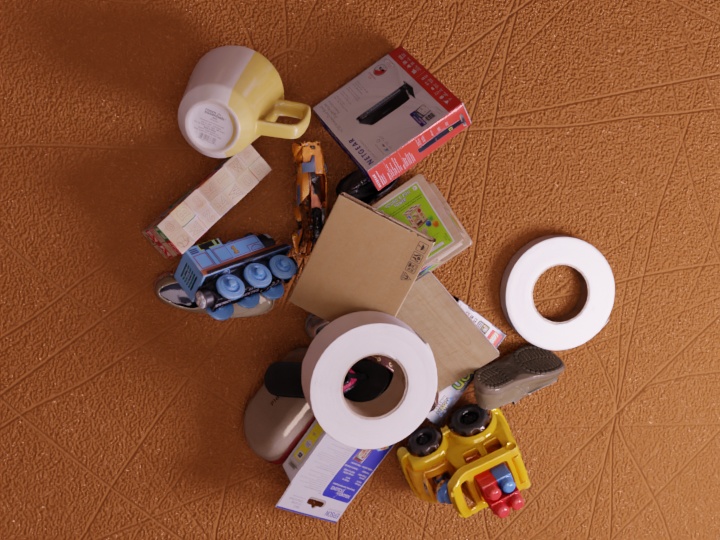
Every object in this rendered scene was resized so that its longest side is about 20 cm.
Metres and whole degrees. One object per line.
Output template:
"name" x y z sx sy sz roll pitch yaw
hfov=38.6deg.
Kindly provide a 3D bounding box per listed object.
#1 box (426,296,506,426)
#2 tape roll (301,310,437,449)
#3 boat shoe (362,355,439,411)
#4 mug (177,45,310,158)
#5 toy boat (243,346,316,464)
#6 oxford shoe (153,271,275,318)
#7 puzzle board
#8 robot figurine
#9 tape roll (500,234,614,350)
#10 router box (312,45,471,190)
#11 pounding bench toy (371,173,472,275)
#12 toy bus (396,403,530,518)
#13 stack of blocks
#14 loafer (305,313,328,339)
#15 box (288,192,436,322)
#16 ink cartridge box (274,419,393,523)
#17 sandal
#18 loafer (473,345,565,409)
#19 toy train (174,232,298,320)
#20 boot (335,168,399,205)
"box" 0.148 0.157 1.775 0.110 0.035 0.200 37 92 -13
"tape roll" 0.014 0.165 1.560 0.202 0.071 0.203 -3 104 -14
"boat shoe" 0.049 0.179 1.698 0.200 0.070 0.070 38 119 -16
"mug" -0.186 -0.248 1.534 0.186 0.153 0.150 -17 114 18
"toy boat" -0.098 0.236 1.719 0.200 0.130 0.131 -50 132 1
"oxford shoe" -0.237 0.047 1.673 0.199 0.074 0.071 4 99 -10
"puzzle board" 0.113 0.108 1.702 0.151 0.017 0.200 -34 112 20
"robot figurine" -0.081 -0.103 1.646 0.058 0.145 0.201 -1 90 -3
"tape roll" 0.343 0.038 1.786 0.202 0.037 0.204 -2 100 -10
"router box" 0.047 -0.242 1.612 0.179 0.200 0.049 -36 138 -2
"pounding bench toy" 0.061 -0.043 1.663 0.200 0.156 0.124 -34 82 9
"toy bus" 0.184 0.345 1.720 0.199 0.192 0.136 -25 124 -3
"stack of blocks" -0.243 -0.109 1.624 0.200 0.115 0.059 -45 104 -19
"loafer" 0.008 0.084 1.725 0.199 0.063 0.072 -13 101 -7
"box" 0.000 0.000 1.574 0.163 0.021 0.200 27 115 0
"ink cartridge box" -0.042 0.317 1.711 0.200 0.047 0.198 -52 144 2
"sandal" -0.054 0.173 1.616 0.199 0.045 0.075 1 65 2
"loafer" 0.266 0.185 1.765 0.199 0.076 0.068 -10 135 -33
"toy train" -0.192 -0.001 1.633 0.200 0.087 0.114 -23 67 -40
"boot" 0.048 -0.165 1.655 0.070 0.132 0.200 44 91 -13
